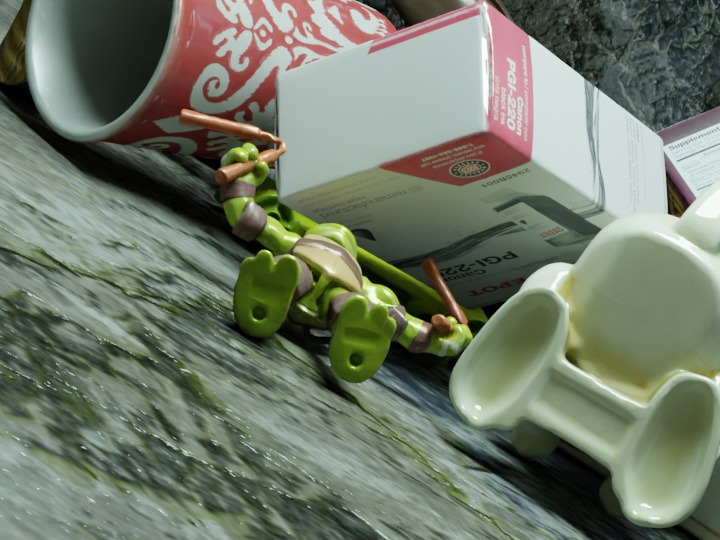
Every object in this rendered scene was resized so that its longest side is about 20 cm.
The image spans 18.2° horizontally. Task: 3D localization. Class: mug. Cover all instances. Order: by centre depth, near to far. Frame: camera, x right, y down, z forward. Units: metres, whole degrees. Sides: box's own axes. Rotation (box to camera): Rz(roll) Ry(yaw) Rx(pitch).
[{"bbox_3d":[-0.077,-0.145,1.323,0.133,0.178,0.200,-15,-19,42],"label":"mug"}]

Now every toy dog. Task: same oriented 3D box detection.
[{"bbox_3d":[0.149,0.035,1.202,0.139,0.194,0.200,21,3,15],"label":"toy dog"}]

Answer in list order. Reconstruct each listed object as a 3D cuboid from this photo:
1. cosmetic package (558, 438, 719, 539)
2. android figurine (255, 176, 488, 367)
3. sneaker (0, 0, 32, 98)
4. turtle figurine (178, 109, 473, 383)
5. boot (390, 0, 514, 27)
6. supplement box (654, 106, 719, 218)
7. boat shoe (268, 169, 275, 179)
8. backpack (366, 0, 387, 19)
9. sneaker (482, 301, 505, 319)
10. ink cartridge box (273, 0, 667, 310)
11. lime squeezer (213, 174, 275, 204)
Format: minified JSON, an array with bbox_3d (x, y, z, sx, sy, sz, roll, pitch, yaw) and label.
[{"bbox_3d":[0.176,0.095,1.365,0.200,0.073,0.104,32,7,2],"label":"cosmetic package"},{"bbox_3d":[0.000,0.000,1.392,0.182,0.041,0.200,31,8,-14],"label":"android figurine"},{"bbox_3d":[-0.178,-0.139,1.422,0.090,0.075,0.200,26,9,-13],"label":"sneaker"},{"bbox_3d":[-0.029,0.000,1.144,0.200,0.064,0.161,40,13,-6],"label":"turtle figurine"},{"bbox_3d":[0.069,-0.125,1.649,0.186,0.064,0.200,36,41,-6],"label":"boot"},{"bbox_3d":[0.253,0.002,1.345,0.110,0.085,0.200,74,-8,-46],"label":"supplement box"},{"bbox_3d":[-0.007,-0.095,1.624,0.069,0.057,0.200,11,14,38],"label":"boat shoe"},{"bbox_3d":[-0.079,-0.144,1.673,0.126,0.167,0.200,18,6,30],"label":"backpack"},{"bbox_3d":[0.069,-0.002,1.549,0.200,0.081,0.075,35,12,12],"label":"sneaker"},{"bbox_3d":[0.066,-0.058,1.276,0.145,0.085,0.200,-17,-27,32],"label":"ink cartridge box"},{"bbox_3d":[-0.045,-0.055,1.505,0.200,0.071,0.038,-26,91,-48],"label":"lime squeezer"}]
